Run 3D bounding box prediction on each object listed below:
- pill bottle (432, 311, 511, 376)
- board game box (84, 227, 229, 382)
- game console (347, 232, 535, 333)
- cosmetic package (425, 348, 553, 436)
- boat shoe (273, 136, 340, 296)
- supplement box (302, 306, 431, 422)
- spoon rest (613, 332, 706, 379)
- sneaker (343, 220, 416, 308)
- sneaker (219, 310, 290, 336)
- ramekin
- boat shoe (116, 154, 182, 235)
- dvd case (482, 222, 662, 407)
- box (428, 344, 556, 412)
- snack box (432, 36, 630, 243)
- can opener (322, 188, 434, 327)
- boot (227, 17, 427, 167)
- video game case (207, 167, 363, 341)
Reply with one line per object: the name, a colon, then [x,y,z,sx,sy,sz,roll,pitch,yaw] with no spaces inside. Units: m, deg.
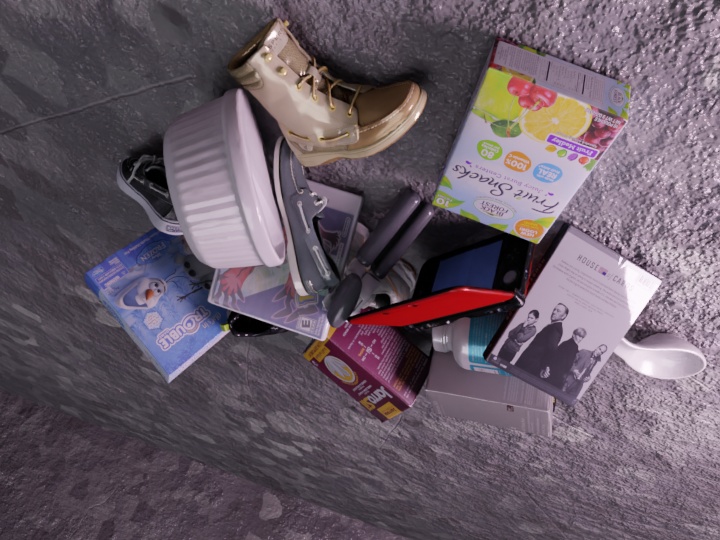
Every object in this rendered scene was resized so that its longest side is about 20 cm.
pill bottle: [0.208,0.097,0.855,0.193,0.113,0.112,5,145,23]
board game box: [-0.284,0.030,0.901,0.200,0.199,0.043,48,147,2]
game console: [0.102,0.006,0.730,0.118,0.176,0.197,39,144,-26]
cosmetic package: [0.209,0.192,0.926,0.193,0.092,0.108,2,146,23]
boat shoe: [-0.067,-0.073,0.743,0.060,0.208,0.073,-8,-177,14]
supplement box: [0.011,0.157,1.026,0.198,0.104,0.131,39,146,-1]
spoon rest: [0.396,0.105,0.806,0.197,0.062,0.099,32,146,-15]
sneaker: [0.000,0.000,0.853,0.197,0.094,0.075,35,144,-20]
sneaker: [-0.110,0.067,0.856,0.193,0.083,0.074,-14,103,3]
ramekin: [-0.156,-0.097,0.669,0.091,0.207,0.205,-13,143,-1]
boat shoe: [-0.295,-0.129,0.822,0.072,0.199,0.070,-3,124,-36]
dvd case: [0.269,0.062,0.739,0.147,0.025,0.204,26,106,-10]
box: [0.239,0.189,1.030,0.157,0.050,0.200,-11,135,44]
snack box: [0.169,-0.126,0.611,0.138,0.054,0.202,21,148,2]
can opener: [0.023,-0.009,0.748,0.053,0.067,0.202,34,103,-22]
boot: [-0.040,-0.198,0.613,0.196,0.074,0.156,-3,140,43]
video game case: [-0.105,-0.028,0.798,0.176,0.207,0.023,16,-177,6]
